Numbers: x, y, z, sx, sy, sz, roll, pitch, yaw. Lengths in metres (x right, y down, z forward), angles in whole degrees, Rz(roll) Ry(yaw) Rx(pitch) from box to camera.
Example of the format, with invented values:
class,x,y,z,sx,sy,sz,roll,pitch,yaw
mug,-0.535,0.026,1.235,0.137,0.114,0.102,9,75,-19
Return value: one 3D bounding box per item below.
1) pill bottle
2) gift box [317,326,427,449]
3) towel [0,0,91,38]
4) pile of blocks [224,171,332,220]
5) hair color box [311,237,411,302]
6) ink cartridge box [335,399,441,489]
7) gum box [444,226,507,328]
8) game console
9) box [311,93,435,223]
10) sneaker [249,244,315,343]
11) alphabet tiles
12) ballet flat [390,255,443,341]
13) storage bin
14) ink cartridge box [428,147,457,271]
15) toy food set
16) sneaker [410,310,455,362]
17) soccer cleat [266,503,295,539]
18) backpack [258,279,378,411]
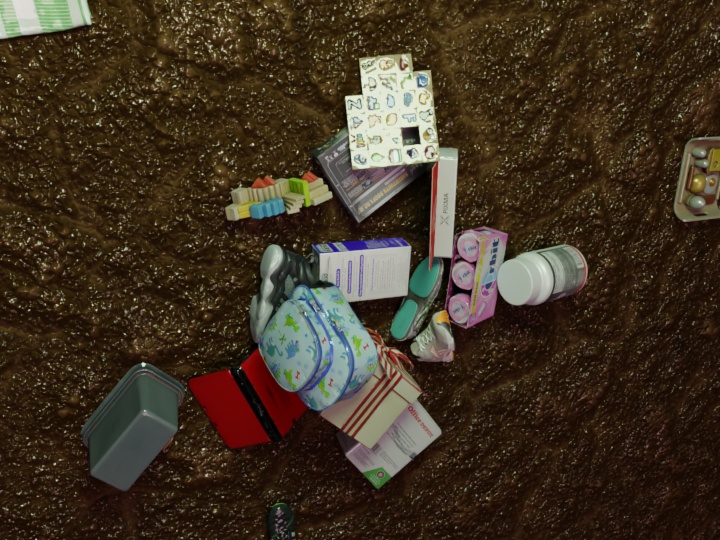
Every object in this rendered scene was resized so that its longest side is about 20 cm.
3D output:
class,x,y,z,sx,sy,sz,roll,pitch,yaw
pill bottle,0.398,0.012,1.374,0.197,0.113,0.116,-11,115,-37
gift box,0.014,0.233,1.293,0.188,0.200,0.184,-50,124,1
towel,-0.514,-0.427,0.920,0.196,0.023,0.156,-14,115,-17
pile of blocks,-0.151,-0.142,1.142,0.196,0.082,0.063,-16,116,-15
hair color box,0.000,0.000,1.269,0.196,0.065,0.112,-6,113,-22
ink cartridge box,0.065,0.372,1.428,0.199,0.083,0.147,-39,119,-3
gum box,0.247,0.007,1.344,0.112,0.065,0.204,-15,118,-46
game console,-0.226,0.254,1.303,0.172,0.117,0.203,-46,125,-36
box,0.027,-0.217,1.203,0.199,0.048,0.159,-38,119,-4
sneaker,-0.147,0.053,1.224,0.112,0.076,0.204,6,110,-27
alphabet tiles,0.055,-0.293,1.148,0.163,0.008,0.205,-6,87,-3
ballet flat,0.130,0.060,1.351,0.071,0.072,0.203,21,101,-27
storage bin,-0.420,0.309,1.181,0.145,0.134,0.201,40,93,-29
ink cartridge box,0.163,-0.121,1.226,0.044,0.177,0.204,3,112,9
toy food set,0.850,-0.225,1.522,0.140,0.060,0.204,-7,113,-19
sneaker,0.152,0.154,1.342,0.090,0.077,0.201,-12,149,0
soccer cleat,-0.174,0.627,1.433,0.066,0.081,0.204,-8,113,-18
backpack,-0.081,0.147,1.147,0.146,0.201,0.184,-11,146,-52
